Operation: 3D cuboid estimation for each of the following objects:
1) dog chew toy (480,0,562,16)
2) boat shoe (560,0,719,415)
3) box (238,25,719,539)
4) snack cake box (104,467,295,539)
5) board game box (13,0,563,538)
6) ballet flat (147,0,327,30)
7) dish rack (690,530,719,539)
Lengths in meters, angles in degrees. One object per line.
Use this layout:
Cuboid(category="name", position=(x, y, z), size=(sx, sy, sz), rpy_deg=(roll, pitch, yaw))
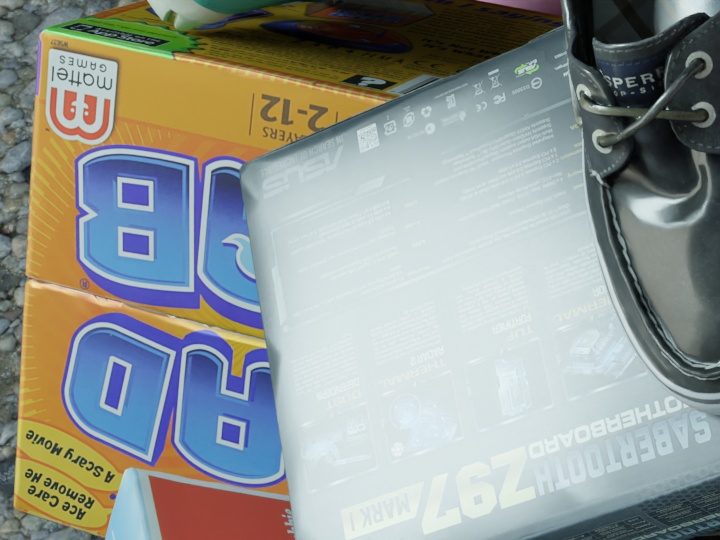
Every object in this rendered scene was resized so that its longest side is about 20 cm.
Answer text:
Cuboid(category="dog chew toy", position=(0.095, -0.109, 1.001), size=(0.200, 0.124, 0.125), rpy_deg=(-113, 8, -51))
Cuboid(category="boat shoe", position=(0.085, -0.061, 0.589), size=(0.066, 0.070, 0.201), rpy_deg=(12, -106, -60))
Cuboid(category="box", position=(0.065, 0.009, 0.661), size=(0.051, 0.199, 0.158), rpy_deg=(29, -135, -54))
Cuboid(category="snack cake box", position=(-0.018, 0.151, 0.678), size=(0.200, 0.115, 0.067), rpy_deg=(-113, 38, -60))
Cuboid(category="board game box", position=(0.000, 0.000, 0.869), size=(0.200, 0.199, 0.201), rpy_deg=(-31, -49, -61))
Cuboid(category="ballet flat", position=(-0.044, -0.120, 0.805), size=(0.067, 0.070, 0.200), rpy_deg=(51, -157, 6))
Cuboid(category="dish rack", position=(0.153, 0.049, 0.964), size=(0.200, 0.054, 0.154), rpy_deg=(78, -179, -53))
